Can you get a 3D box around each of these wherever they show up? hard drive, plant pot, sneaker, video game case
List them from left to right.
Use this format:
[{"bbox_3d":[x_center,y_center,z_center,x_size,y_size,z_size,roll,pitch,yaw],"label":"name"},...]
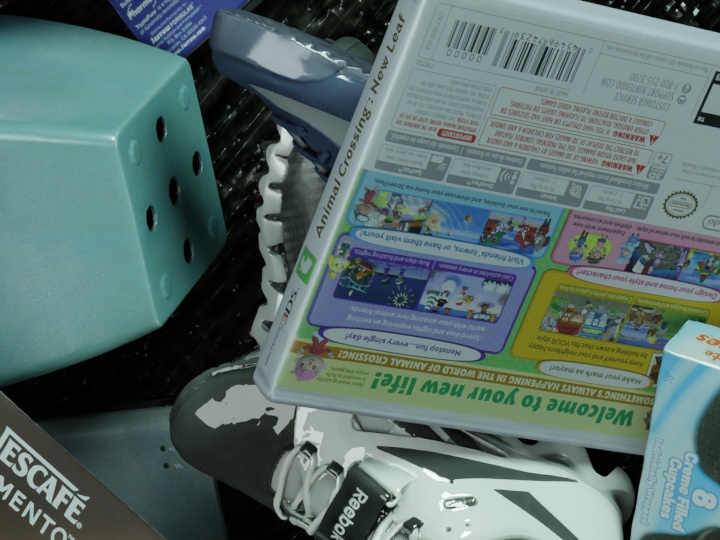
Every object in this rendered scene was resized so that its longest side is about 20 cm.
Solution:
[{"bbox_3d":[-0.169,-0.029,1.249,0.199,0.141,0.142,-2,115,19],"label":"plant pot"},{"bbox_3d":[-0.142,0.135,1.342,0.199,0.033,0.140,-7,100,25],"label":"hard drive"},{"bbox_3d":[0.000,0.000,1.233,0.090,0.066,0.201,16,112,17],"label":"sneaker"},{"bbox_3d":[0.014,0.096,1.191,0.199,0.089,0.074,15,130,0],"label":"sneaker"},{"bbox_3d":[0.014,-0.032,1.161,0.200,0.070,0.082,29,95,-20],"label":"sneaker"},{"bbox_3d":[0.076,-0.017,1.141,0.022,0.199,0.183,51,125,53],"label":"video game case"}]

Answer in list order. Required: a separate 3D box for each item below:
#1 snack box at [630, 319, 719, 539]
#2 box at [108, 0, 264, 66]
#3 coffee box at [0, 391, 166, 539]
[{"bbox_3d":[0.167,0.129,1.186,0.116,0.037,0.201,17,118,20],"label":"snack box"},{"bbox_3d":[-0.098,-0.199,1.244,0.121,0.032,0.200,-38,87,26],"label":"box"},{"bbox_3d":[-0.134,0.150,1.199,0.200,0.113,0.080,45,149,-23],"label":"coffee box"}]
